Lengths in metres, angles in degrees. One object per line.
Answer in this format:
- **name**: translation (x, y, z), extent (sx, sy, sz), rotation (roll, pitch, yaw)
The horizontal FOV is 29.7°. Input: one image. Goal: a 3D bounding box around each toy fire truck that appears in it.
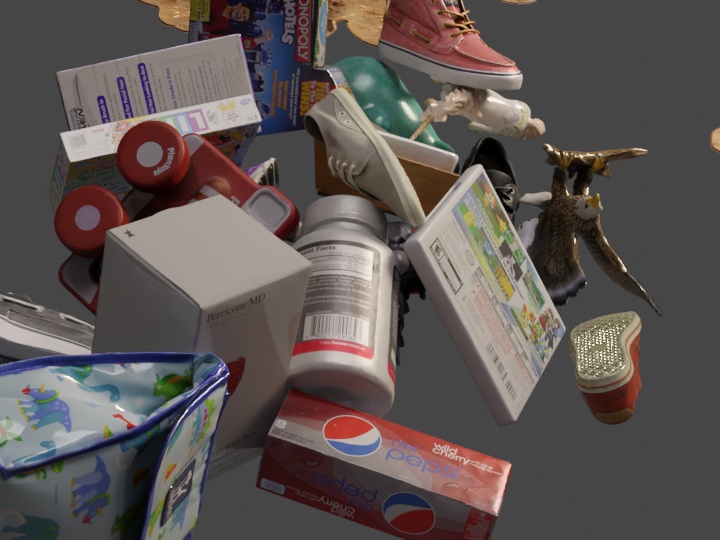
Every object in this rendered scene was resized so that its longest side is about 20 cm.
- **toy fire truck**: translation (-0.177, -0.029, 1.271), extent (0.168, 0.112, 0.200), rotation (39, 81, 17)

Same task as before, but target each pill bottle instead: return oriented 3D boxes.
- **pill bottle**: translation (-0.020, 0.033, 1.225), extent (0.110, 0.111, 0.200), rotation (10, 53, -7)

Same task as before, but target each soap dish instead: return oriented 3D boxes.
- **soap dish**: translation (0.027, -0.100, 1.456), extent (0.157, 0.081, 0.200), rotation (16, 1, 2)

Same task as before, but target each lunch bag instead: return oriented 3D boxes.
- **lunch bag**: translation (-0.192, 0.152, 0.979), extent (0.200, 0.170, 0.127), rotation (-13, 42, -38)

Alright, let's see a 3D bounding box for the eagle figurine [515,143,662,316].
- **eagle figurine**: translation (0.242, -0.039, 1.488), extent (0.151, 0.201, 0.151), rotation (-10, -15, 24)

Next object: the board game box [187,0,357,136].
- **board game box**: translation (-0.091, -0.229, 1.517), extent (0.199, 0.201, 0.062), rotation (8, 13, 12)

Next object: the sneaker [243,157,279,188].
- **sneaker**: translation (-0.144, -0.066, 1.411), extent (0.083, 0.081, 0.200), rotation (12, 28, 20)

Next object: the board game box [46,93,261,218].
- **board game box**: translation (-0.210, -0.113, 1.374), extent (0.200, 0.134, 0.034), rotation (-15, 73, -24)

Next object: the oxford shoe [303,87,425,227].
- **oxford shoe**: translation (0.003, -0.100, 1.288), extent (0.058, 0.075, 0.200), rotation (-30, 48, -6)

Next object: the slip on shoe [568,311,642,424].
- **slip on shoe**: translation (0.246, 0.092, 1.344), extent (0.074, 0.061, 0.200), rotation (-14, 17, 15)

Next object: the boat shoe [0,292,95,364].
- **boat shoe**: translation (-0.306, 0.051, 1.176), extent (0.199, 0.072, 0.068), rotation (17, 35, -1)

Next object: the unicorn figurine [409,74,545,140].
- **unicorn figurine**: translation (0.125, -0.186, 1.551), extent (0.199, 0.074, 0.137), rotation (1, 13, -20)

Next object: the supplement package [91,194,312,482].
- **supplement package**: translation (-0.136, 0.062, 1.107), extent (0.120, 0.200, 0.121), rotation (36, 40, 30)

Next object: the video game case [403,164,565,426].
- **video game case**: translation (0.124, 0.020, 1.309), extent (0.022, 0.200, 0.182), rotation (-20, 16, 33)

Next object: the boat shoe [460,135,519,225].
- **boat shoe**: translation (0.149, -0.092, 1.565), extent (0.074, 0.066, 0.200), rotation (15, 33, 0)

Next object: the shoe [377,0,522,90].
- **shoe**: translation (0.102, -0.267, 1.530), extent (0.200, 0.091, 0.071), rotation (25, 25, 38)

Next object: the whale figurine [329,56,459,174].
- **whale figurine**: translation (0.037, -0.181, 1.607), extent (0.200, 0.104, 0.159), rotation (29, 6, 6)

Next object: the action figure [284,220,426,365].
- **action figure**: translation (0.000, 0.000, 1.345), extent (0.193, 0.105, 0.200), rotation (-2, 35, -8)

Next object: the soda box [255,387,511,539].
- **soda box**: translation (0.019, 0.170, 1.130), extent (0.200, 0.064, 0.070), rotation (19, 34, 6)

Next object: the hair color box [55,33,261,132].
- **hair color box**: translation (-0.216, -0.180, 1.458), extent (0.199, 0.110, 0.065), rotation (-13, 9, -9)
